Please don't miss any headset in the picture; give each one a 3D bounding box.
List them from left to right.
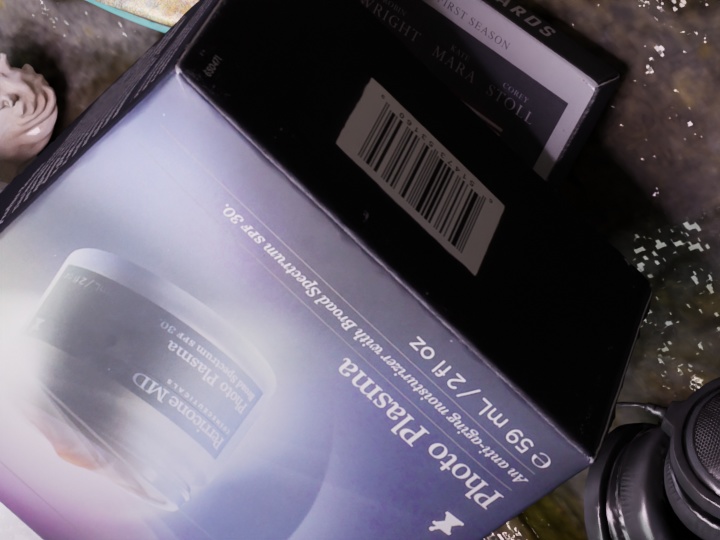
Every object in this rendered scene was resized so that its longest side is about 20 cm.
[{"bbox_3d":[0.140,0.072,1.019,0.200,0.094,0.124,36,148,-12],"label":"headset"}]

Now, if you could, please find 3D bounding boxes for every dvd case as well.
[{"bbox_3d":[-0.003,-0.036,1.013,0.150,0.025,0.200,37,122,16],"label":"dvd case"}]

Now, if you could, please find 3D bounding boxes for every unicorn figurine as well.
[{"bbox_3d":[-0.185,-0.047,1.230,0.137,0.074,0.200,4,142,33],"label":"unicorn figurine"}]

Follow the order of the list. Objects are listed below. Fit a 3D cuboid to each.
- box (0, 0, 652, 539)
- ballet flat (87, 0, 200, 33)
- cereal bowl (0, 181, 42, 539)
[{"bbox_3d":[-0.038,0.023,0.937,0.200,0.123,0.198,43,125,-11],"label":"box"},{"bbox_3d":[-0.106,-0.141,0.984,0.200,0.071,0.071,21,138,26],"label":"ballet flat"},{"bbox_3d":[-0.193,0.060,1.149,0.200,0.083,0.200,10,109,31],"label":"cereal bowl"}]
